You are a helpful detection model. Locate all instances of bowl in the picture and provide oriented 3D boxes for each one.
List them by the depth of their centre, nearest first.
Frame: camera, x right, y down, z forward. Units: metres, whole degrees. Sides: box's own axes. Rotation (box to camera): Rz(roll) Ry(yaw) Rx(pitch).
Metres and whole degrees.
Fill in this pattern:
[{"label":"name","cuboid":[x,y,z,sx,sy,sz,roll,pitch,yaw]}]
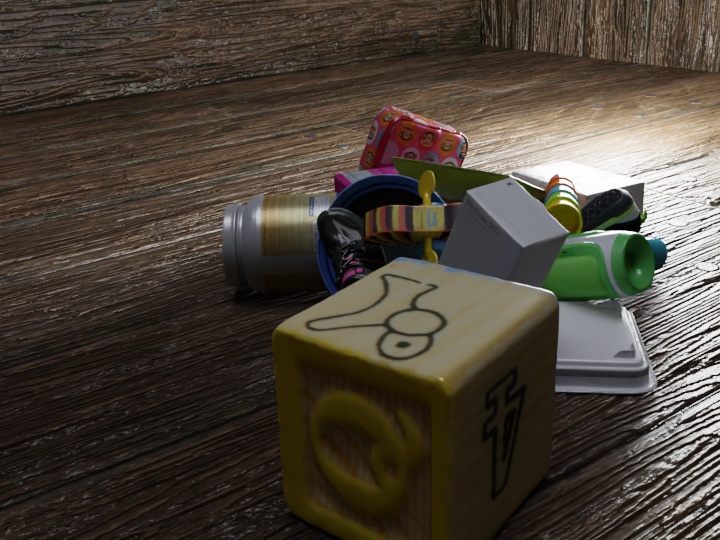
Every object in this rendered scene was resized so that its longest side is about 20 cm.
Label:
[{"label":"bowl","cuboid":[0.038,-0.029,1.179,0.195,0.206,0.039,-1,-1,6]}]

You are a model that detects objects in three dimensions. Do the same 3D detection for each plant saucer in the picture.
[{"label":"plant saucer","cuboid":[0.168,-0.127,1.330,0.196,0.049,0.199,14,4,28]}]

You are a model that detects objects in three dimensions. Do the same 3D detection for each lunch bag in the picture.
[{"label":"lunch bag","cuboid":[0.095,-0.204,1.625,0.196,0.179,0.082,9,22,-33]}]

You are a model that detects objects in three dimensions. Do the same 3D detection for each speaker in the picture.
[{"label":"speaker","cuboid":[0.290,-0.002,1.149,0.087,0.090,0.198,-20,7,-37]}]

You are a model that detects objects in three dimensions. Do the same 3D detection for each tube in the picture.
[{"label":"tube","cuboid":[0.379,-0.029,1.239,0.076,0.052,0.197,-7,-8,44]}]

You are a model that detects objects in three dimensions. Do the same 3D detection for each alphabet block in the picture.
[{"label":"alphabet block","cuboid":[0.055,0.123,0.784,0.192,0.201,0.198,12,26,37]}]

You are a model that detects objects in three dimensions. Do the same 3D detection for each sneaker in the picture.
[{"label":"sneaker","cuboid":[0.000,0.000,1.112,0.076,0.203,0.084,-30,-18,7]},{"label":"sneaker","cuboid":[0.344,-0.042,1.304,0.198,0.083,0.072,-32,27,25]}]

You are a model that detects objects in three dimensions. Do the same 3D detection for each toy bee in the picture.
[{"label":"toy bee","cuboid":[0.105,-0.067,1.088,0.196,0.133,0.109,-18,-12,-18]}]

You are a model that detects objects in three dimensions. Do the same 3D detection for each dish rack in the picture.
[{"label":"dish rack","cuboid":[0.271,0.085,1.063,0.167,0.045,0.201,0,21,9]}]

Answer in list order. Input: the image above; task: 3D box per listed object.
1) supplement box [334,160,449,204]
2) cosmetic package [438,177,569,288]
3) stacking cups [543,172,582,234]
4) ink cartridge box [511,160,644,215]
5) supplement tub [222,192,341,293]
[{"label":"supplement box","cuboid":[0.059,-0.125,1.531,0.195,0.104,0.103,-10,23,-15]},{"label":"cosmetic package","cuboid":[0.155,0.005,1.028,0.084,0.203,0.108,-18,50,-34]},{"label":"stacking cups","cuboid":[0.301,-0.097,1.288,0.059,0.062,0.200,2,20,11]},{"label":"ink cartridge box","cuboid":[0.385,-0.129,1.525,0.144,0.085,0.199,-14,24,-28]},{"label":"supplement tub","cuboid":[-0.100,-0.041,1.281,0.195,0.148,0.145,-2,21,2]}]
